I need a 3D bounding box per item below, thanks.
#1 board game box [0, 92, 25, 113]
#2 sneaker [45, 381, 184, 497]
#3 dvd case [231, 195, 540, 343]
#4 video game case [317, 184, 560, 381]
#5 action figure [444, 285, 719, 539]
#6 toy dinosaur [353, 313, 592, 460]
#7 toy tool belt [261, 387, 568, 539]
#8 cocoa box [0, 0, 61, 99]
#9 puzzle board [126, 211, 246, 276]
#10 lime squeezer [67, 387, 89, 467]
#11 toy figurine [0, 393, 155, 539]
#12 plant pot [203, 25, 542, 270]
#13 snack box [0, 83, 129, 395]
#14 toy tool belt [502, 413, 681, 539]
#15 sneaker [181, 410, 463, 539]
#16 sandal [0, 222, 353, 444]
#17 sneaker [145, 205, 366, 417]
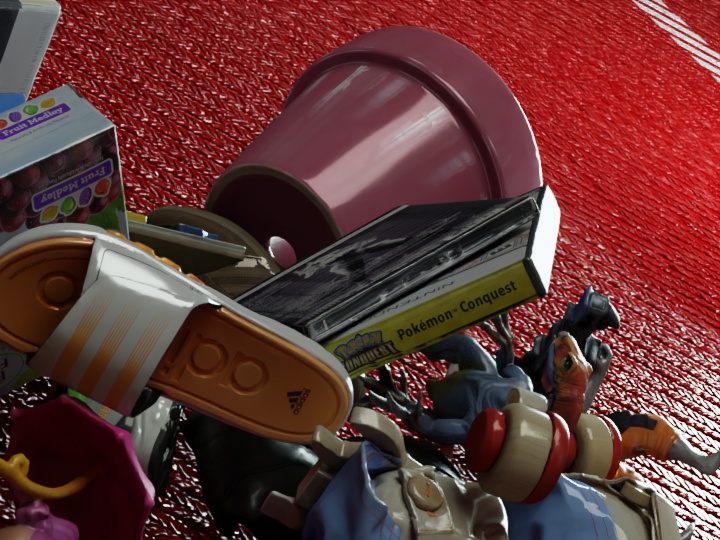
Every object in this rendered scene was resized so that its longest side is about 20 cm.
[{"bbox_3d":[-0.308,-0.064,1.288,0.200,0.045,0.152,-8,-1,38],"label":"board game box"},{"bbox_3d":[-0.137,0.060,1.336,0.079,0.074,0.200,10,21,-1],"label":"sneaker"},{"bbox_3d":[0.000,0.000,1.307,0.016,0.149,0.200,64,-18,-10],"label":"dvd case"},{"bbox_3d":[0.023,0.015,1.288,0.026,0.180,0.200,64,12,-9],"label":"video game case"},{"bbox_3d":[0.140,0.101,1.475,0.193,0.200,0.105,23,62,8],"label":"action figure"},{"bbox_3d":[0.082,0.070,1.363,0.181,0.105,0.200,25,-10,43],"label":"toy dinosaur"},{"bbox_3d":[0.007,0.136,1.158,0.123,0.200,0.125,21,26,-15],"label":"toy tool belt"},{"bbox_3d":[-0.321,-0.173,1.528,0.131,0.134,0.200,-1,36,-46],"label":"cocoa box"},{"bbox_3d":[-0.178,-0.014,1.346,0.150,0.017,0.200,14,-16,-28],"label":"puzzle board"},{"bbox_3d":[-0.191,0.049,1.276,0.200,0.071,0.038,26,-23,36],"label":"lime squeezer"},{"bbox_3d":[-0.182,0.120,1.109,0.150,0.200,0.184,2,-18,39],"label":"toy figurine"},{"bbox_3d":[-0.003,-0.046,1.563,0.200,0.200,0.179,36,41,19],"label":"plant pot"},{"bbox_3d":[-0.214,0.007,1.176,0.200,0.142,0.053,-27,48,-25],"label":"snack box"},{"bbox_3d":[0.117,0.161,1.328,0.123,0.125,0.200,8,46,-31],"label":"toy tool belt"},{"bbox_3d":[-0.017,0.137,1.322,0.200,0.076,0.091,17,47,-34],"label":"sneaker"},{"bbox_3d":[-0.095,0.041,1.156,0.206,0.079,0.059,21,19,-13],"label":"sandal"},{"bbox_3d":[-0.084,0.027,1.458,0.200,0.071,0.075,38,27,23],"label":"sneaker"}]
